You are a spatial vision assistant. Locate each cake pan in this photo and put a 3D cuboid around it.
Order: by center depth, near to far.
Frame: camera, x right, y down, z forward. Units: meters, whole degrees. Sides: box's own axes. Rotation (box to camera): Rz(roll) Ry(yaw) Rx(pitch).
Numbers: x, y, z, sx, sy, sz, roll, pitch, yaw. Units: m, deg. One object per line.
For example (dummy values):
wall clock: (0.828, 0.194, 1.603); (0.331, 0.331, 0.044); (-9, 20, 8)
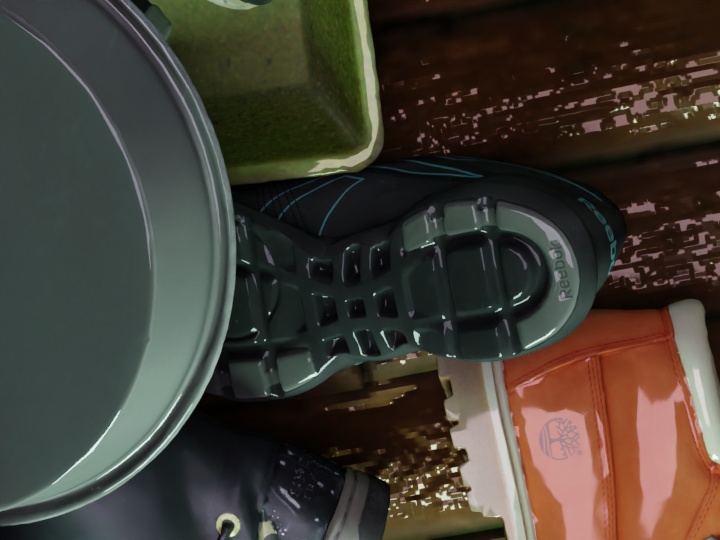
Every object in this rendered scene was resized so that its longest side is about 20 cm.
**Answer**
cake pan: (-0.137, -0.010, 0.737); (0.198, 0.037, 0.202); (4, 106, 15)

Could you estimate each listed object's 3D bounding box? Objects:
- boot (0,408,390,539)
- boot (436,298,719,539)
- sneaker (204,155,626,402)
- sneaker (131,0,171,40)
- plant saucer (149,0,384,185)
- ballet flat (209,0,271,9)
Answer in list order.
boot: (-0.101, 0.120, 0.848); (0.153, 0.074, 0.204); (32, 109, -11)
boot: (0.100, 0.108, 0.840); (0.106, 0.075, 0.202); (-13, 98, 4)
sneaker: (0.000, 0.000, 0.832); (0.198, 0.079, 0.076); (-1, 108, 28)
sneaker: (-0.164, -0.055, 0.785); (0.199, 0.075, 0.107); (-34, 98, 13)
plant saucer: (-0.097, -0.127, 0.827); (0.198, 0.048, 0.202); (-6, 100, 8)
ballet flat: (-0.086, -0.159, 0.742); (0.056, 0.067, 0.200); (-5, 136, 41)
